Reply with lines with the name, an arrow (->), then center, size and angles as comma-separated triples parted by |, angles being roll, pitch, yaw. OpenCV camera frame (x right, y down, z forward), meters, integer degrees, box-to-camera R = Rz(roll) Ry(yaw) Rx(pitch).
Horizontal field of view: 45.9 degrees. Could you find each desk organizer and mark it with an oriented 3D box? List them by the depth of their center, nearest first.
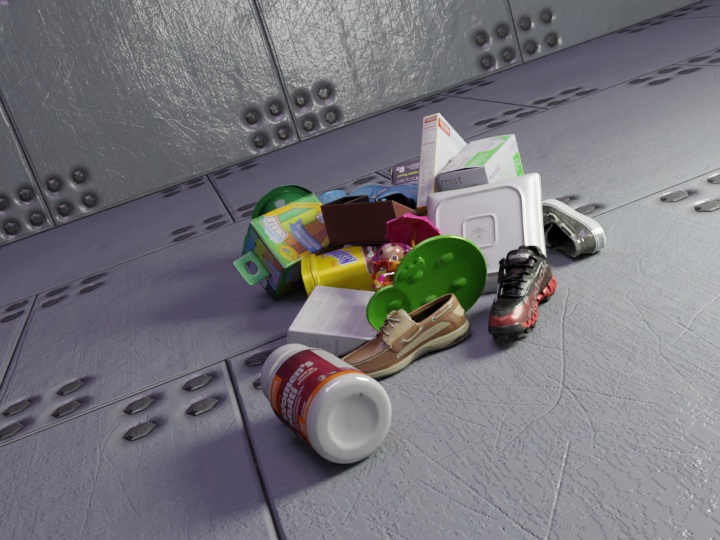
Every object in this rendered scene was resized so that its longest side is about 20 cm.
desk organizer -> 0.020, -0.094, 1.539 | 0.072, 0.077, 0.200 | -25, 17, -39

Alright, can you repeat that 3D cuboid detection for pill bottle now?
pill bottle -> -0.052, 0.159, 1.073 | 0.109, 0.110, 0.200 | -25, 19, -21

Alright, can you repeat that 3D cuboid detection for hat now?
hat -> -0.133, -0.080, 1.824 | 0.166, 0.200, 0.176 | -57, 41, 10

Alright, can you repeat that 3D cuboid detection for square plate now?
square plate -> 0.201, -0.059, 1.395 | 0.200, 0.198, 0.028 | -10, -25, 24

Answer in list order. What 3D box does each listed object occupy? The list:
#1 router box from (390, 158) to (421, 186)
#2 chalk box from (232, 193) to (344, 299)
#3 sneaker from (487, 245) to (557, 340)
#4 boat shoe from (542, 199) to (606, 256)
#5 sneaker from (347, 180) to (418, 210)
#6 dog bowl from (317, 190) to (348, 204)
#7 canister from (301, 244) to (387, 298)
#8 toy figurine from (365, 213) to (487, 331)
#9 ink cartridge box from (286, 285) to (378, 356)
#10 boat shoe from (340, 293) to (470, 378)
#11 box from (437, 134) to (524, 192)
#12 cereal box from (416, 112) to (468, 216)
router box -> 0.178, -0.171, 1.749 | 0.200, 0.150, 0.062 | -11, 57, 17
chalk box -> -0.148, -0.040, 1.653 | 0.200, 0.124, 0.124 | -29, -19, -31
sneaker -> 0.226, 0.025, 1.226 | 0.071, 0.098, 0.200 | -4, 24, 32
boat shoe -> 0.335, -0.072, 1.450 | 0.064, 0.071, 0.200 | -21, 20, -13
sneaker -> 0.035, -0.127, 1.624 | 0.200, 0.078, 0.090 | -10, 12, 33
dog bowl -> -0.003, -0.104, 1.757 | 0.200, 0.112, 0.050 | 1, 29, -15
canister -> 0.000, 0.000, 1.531 | 0.200, 0.087, 0.149 | -16, 16, 0
toy figurine -> 0.076, -0.011, 1.348 | 0.200, 0.150, 0.184 | -32, 31, 1
ink cartridge box -> 0.000, 0.086, 1.367 | 0.200, 0.050, 0.161 | 7, 26, 12
boat shoe -> 0.060, 0.091, 1.225 | 0.200, 0.074, 0.076 | -23, 19, -17
box -> 0.232, -0.134, 1.557 | 0.097, 0.177, 0.200 | -6, 21, 29
cereal box -> 0.158, -0.171, 1.575 | 0.039, 0.144, 0.200 | -11, 59, 32
